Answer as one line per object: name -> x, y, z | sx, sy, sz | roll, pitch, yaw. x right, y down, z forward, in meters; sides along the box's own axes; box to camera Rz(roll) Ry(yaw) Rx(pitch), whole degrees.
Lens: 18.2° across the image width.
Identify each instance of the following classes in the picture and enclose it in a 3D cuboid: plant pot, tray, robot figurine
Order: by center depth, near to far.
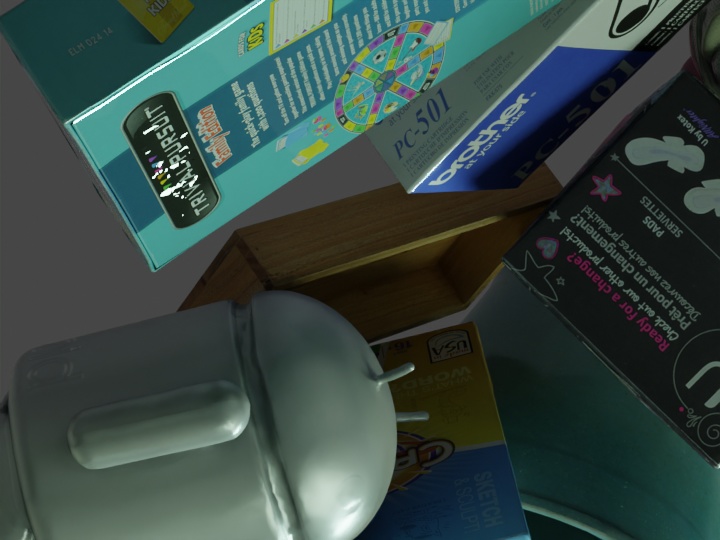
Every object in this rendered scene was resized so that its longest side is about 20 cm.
robot figurine -> -0.071, 0.074, 0.938 | 0.200, 0.113, 0.170 | -14, 171, 1
tray -> 0.000, 0.000, 1.062 | 0.200, 0.037, 0.099 | -17, 155, -43
plant pot -> 0.113, 0.093, 1.207 | 0.200, 0.200, 0.188 | 113, 0, -59

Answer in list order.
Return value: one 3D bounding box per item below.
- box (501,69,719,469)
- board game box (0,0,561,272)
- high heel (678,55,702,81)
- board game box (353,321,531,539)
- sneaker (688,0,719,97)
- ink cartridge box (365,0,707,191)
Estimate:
box -> 0.148, -0.003, 1.008 | 0.115, 0.132, 0.200 | -47, 176, 5
board game box -> -0.014, -0.094, 0.772 | 0.200, 0.047, 0.151 | -33, 162, -6
high heel -> 0.214, -0.075, 1.206 | 0.096, 0.067, 0.200 | -46, 147, 2
board game box -> -0.005, 0.101, 1.029 | 0.153, 0.040, 0.200 | -14, -155, 2
sneaker -> 0.179, -0.104, 0.984 | 0.088, 0.081, 0.200 | -45, 179, -12
ink cartridge box -> 0.096, -0.112, 0.906 | 0.200, 0.044, 0.094 | -44, 160, 27
